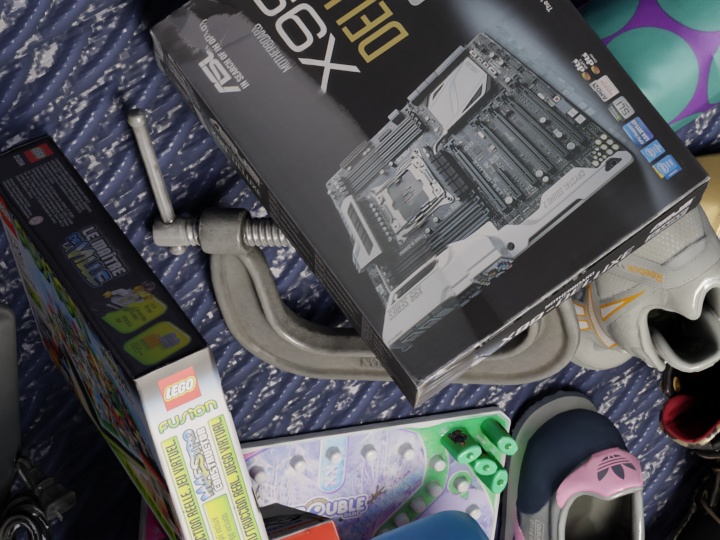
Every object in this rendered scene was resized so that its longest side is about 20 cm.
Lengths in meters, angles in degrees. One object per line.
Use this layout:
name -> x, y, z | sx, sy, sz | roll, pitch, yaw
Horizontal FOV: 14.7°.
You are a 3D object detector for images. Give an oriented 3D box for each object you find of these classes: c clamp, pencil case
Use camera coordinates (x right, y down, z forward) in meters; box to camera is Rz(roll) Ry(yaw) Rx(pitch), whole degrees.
c clamp -> 0.000, 0.000, 1.276 | 0.200, 0.027, 0.171 | 5, 139, 12
pencil case -> 0.104, -0.091, 1.300 | 0.200, 0.092, 0.085 | -32, 171, -8

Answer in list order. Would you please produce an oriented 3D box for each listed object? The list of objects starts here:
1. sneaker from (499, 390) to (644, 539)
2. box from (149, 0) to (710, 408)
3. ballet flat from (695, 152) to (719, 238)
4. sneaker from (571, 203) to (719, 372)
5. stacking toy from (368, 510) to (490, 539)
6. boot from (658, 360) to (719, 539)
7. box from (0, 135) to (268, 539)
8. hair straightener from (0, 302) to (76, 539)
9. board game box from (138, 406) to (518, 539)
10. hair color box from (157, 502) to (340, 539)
sneaker -> 0.115, 0.166, 1.457 | 0.070, 0.082, 0.200 | -17, 124, -18
box -> 0.028, -0.066, 1.211 | 0.158, 0.200, 0.050 | -34, 169, -9
ballet flat -> 0.232, -0.016, 1.423 | 0.200, 0.063, 0.069 | 7, 114, -30
sneaker -> 0.134, 0.020, 1.335 | 0.076, 0.092, 0.200 | -31, 162, -11
stacking toy -> 0.037, 0.230, 1.424 | 0.110, 0.116, 0.200 | -24, 139, -13
boot -> 0.195, 0.099, 1.442 | 0.200, 0.073, 0.151 | -48, 144, 6
box -> -0.102, 0.034, 1.192 | 0.035, 0.200, 0.110 | -24, 125, -13
hair straightener -> -0.164, 0.109, 1.258 | 0.041, 0.077, 0.200 | -15, 112, -41
board game box -> -0.019, 0.173, 1.428 | 0.200, 0.026, 0.200 | -7, 120, -23
hair color box -> -0.067, 0.151, 1.251 | 0.111, 0.200, 0.064 | -18, 89, -9
